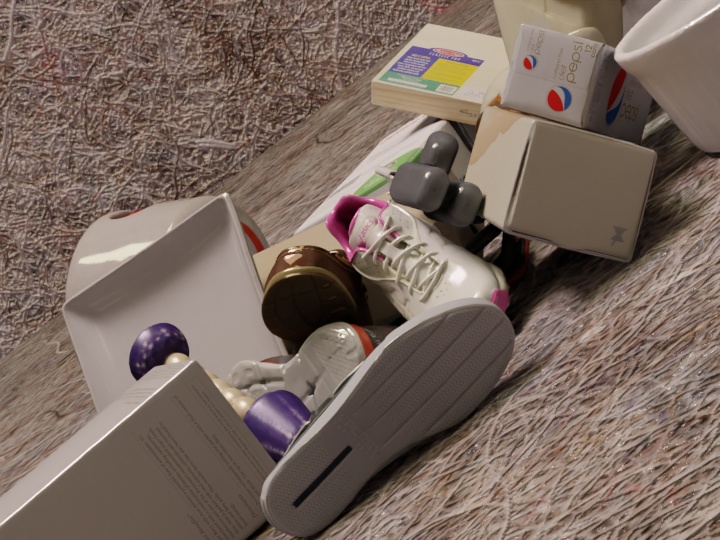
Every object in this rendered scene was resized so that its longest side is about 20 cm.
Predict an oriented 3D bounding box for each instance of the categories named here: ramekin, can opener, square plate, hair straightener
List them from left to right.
[{"bbox_3d":[-0.137,0.072,1.767,0.199,0.200,0.028,-32,-19,30],"label":"square plate"},{"bbox_3d":[0.050,-0.069,1.620,0.200,0.052,0.067,-128,61,-79],"label":"can opener"},{"bbox_3d":[0.101,-0.045,1.702,0.041,0.077,0.200,-38,8,20],"label":"hair straightener"},{"bbox_3d":[0.286,-0.172,1.560,0.200,0.098,0.201,-36,9,6],"label":"ramekin"}]

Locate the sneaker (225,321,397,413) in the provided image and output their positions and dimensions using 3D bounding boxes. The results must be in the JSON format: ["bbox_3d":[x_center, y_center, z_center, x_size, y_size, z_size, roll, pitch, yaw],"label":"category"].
[{"bbox_3d":[-0.028,0.089,1.637,0.081,0.078,0.199,-10,-9,-37],"label":"sneaker"}]

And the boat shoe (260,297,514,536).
[{"bbox_3d":[0.011,0.085,1.418,0.200,0.072,0.071,-39,13,2],"label":"boat shoe"}]

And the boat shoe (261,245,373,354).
[{"bbox_3d":[-0.031,0.017,1.648,0.071,0.068,0.200,-4,-20,9],"label":"boat shoe"}]

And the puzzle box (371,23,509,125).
[{"bbox_3d":[0.124,-0.171,2.018,0.198,0.026,0.133,14,35,21],"label":"puzzle box"}]

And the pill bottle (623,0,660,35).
[{"bbox_3d":[0.273,-0.271,2.056,0.111,0.111,0.200,-35,9,11],"label":"pill bottle"}]

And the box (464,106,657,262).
[{"bbox_3d":[0.134,-0.063,1.543,0.200,0.094,0.078,-136,60,-80],"label":"box"}]

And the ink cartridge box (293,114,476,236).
[{"bbox_3d":[0.049,-0.075,2.030,0.146,0.085,0.200,-30,11,38],"label":"ink cartridge box"}]

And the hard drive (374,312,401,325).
[{"bbox_3d":[-0.018,0.052,1.847,0.200,0.026,0.132,-39,9,-10],"label":"hard drive"}]

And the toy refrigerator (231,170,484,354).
[{"bbox_3d":[0.000,0.000,1.773,0.199,0.070,0.076,-25,31,21],"label":"toy refrigerator"}]

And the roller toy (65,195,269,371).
[{"bbox_3d":[-0.157,0.028,1.941,0.139,0.200,0.183,-9,45,29],"label":"roller toy"}]

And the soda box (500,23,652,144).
[{"bbox_3d":[0.169,-0.139,1.672,0.200,0.068,0.064,3,-77,-71],"label":"soda box"}]

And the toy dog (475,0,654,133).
[{"bbox_3d":[0.159,-0.185,1.866,0.139,0.192,0.202,-5,-73,-74],"label":"toy dog"}]

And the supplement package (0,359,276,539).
[{"bbox_3d":[-0.167,0.171,1.524,0.200,0.122,0.120,-40,9,-19],"label":"supplement package"}]

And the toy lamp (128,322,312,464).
[{"bbox_3d":[-0.095,0.093,1.613,0.058,0.058,0.199,-40,41,-20],"label":"toy lamp"}]

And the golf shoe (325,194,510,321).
[{"bbox_3d":[0.036,0.000,1.578,0.076,0.091,0.200,-57,28,1],"label":"golf shoe"}]
